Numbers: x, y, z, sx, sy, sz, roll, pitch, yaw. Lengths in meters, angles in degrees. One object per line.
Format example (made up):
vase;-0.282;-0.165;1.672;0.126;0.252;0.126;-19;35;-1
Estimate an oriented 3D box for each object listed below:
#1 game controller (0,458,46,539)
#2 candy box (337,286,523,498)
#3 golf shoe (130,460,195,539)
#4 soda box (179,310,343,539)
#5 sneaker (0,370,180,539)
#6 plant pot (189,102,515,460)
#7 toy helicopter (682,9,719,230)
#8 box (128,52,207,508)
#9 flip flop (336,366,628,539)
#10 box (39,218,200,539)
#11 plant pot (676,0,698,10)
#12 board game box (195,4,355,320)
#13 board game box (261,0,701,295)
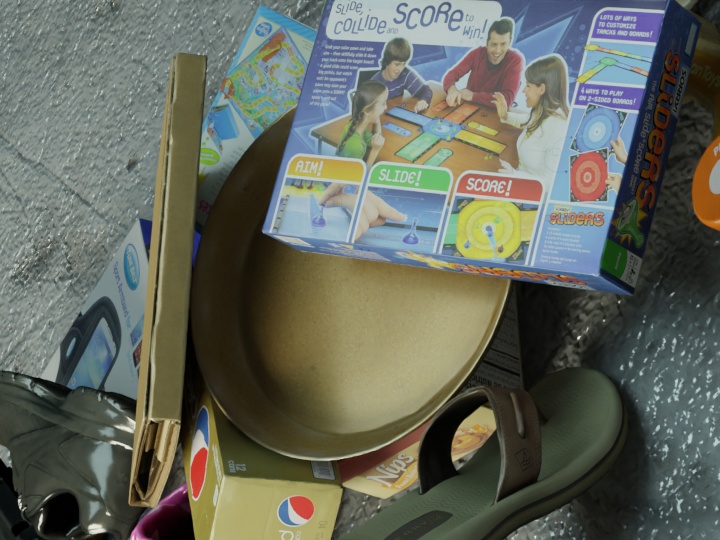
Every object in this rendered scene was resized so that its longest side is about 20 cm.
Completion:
game controller;-0.199;0.192;1.487;0.042;0.104;0.200;-27;31;-14
candy box;0.026;0.008;1.287;0.115;0.055;0.200;-34;48;41
golf shoe;-0.105;0.173;1.356;0.200;0.091;0.075;-53;38;25
soda box;-0.059;0.081;1.275;0.200;0.064;0.068;-106;25;-58
sneaker;-0.179;0.112;1.406;0.200;0.076;0.091;3;73;61
plant pot;0.000;0.000;1.200;0.200;0.027;0.200;-14;66;33
toy helicopter;0.185;-0.090;1.105;0.132;0.079;0.200;-66;26;10
box;-0.103;0.009;1.266;0.164;0.021;0.200;111;163;-68
flip flop;0.054;0.088;1.114;0.081;0.200;0.058;-4;109;47
box;-0.148;0.063;1.496;0.200;0.041;0.119;-57;34;34
plant pot;0.098;-0.244;1.234;0.187;0.187;0.200;-38;31;38
board game box;-0.027;-0.059;1.315;0.200;0.034;0.135;33;98;55
board game box;0.054;-0.067;1.142;0.200;0.034;0.136;9;79;38
